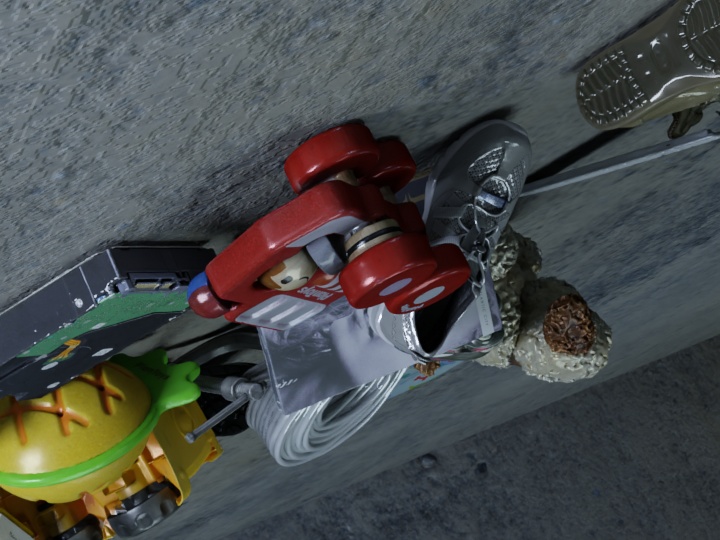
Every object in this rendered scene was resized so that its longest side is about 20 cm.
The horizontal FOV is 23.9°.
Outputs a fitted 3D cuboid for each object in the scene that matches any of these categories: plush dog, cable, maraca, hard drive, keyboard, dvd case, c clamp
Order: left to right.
[{"bbox_3d":[-0.211,0.041,1.240,0.200,0.038,0.140,-29,168,25],"label":"hard drive"},{"bbox_3d":[-0.222,0.119,1.396,0.137,0.107,0.200,20,-139,41],"label":"maraca"},{"bbox_3d":[-0.119,0.086,1.483,0.171,0.027,0.200,-29,-164,-24],"label":"c clamp"},{"bbox_3d":[-0.024,0.098,1.645,0.200,0.069,0.200,-27,153,-44],"label":"cable"},{"bbox_3d":[0.011,0.013,1.338,0.200,0.149,0.016,-21,-158,-19],"label":"dvd case"},{"bbox_3d":[0.151,0.049,1.581,0.161,0.172,0.200,-68,163,0],"label":"plush dog"},{"bbox_3d":[0.229,-0.094,1.509,0.200,0.011,0.056,-16,173,30],"label":"keyboard"}]

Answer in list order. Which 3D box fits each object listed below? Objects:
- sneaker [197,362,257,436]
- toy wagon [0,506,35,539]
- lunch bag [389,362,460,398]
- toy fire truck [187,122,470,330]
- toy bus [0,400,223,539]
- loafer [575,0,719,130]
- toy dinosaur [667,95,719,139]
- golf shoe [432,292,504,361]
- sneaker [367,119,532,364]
[{"bbox_3d":[-0.157,0.135,1.744,0.200,0.076,0.088,-27,-176,29],"label":"sneaker"},{"bbox_3d":[-0.390,0.224,1.525,0.200,0.040,0.155,7,151,28],"label":"toy wagon"},{"bbox_3d":[0.031,0.088,1.840,0.161,0.083,0.200,-27,168,17],"label":"lunch bag"},{"bbox_3d":[-0.030,-0.009,1.185,0.168,0.112,0.200,-31,166,15],"label":"toy fire truck"},{"bbox_3d":[-0.233,0.170,1.603,0.200,0.136,0.192,-28,-175,23],"label":"toy bus"},{"bbox_3d":[0.247,-0.160,1.213,0.200,0.076,0.067,-21,174,35],"label":"loafer"},{"bbox_3d":[0.352,-0.165,1.443,0.200,0.048,0.088,-21,-173,5],"label":"toy dinosaur"},{"bbox_3d":[0.023,0.048,1.477,0.200,0.077,0.088,10,155,-2],"label":"golf shoe"},{"bbox_3d":[0.082,-0.017,1.291,0.075,0.082,0.200,16,109,-30],"label":"sneaker"}]
